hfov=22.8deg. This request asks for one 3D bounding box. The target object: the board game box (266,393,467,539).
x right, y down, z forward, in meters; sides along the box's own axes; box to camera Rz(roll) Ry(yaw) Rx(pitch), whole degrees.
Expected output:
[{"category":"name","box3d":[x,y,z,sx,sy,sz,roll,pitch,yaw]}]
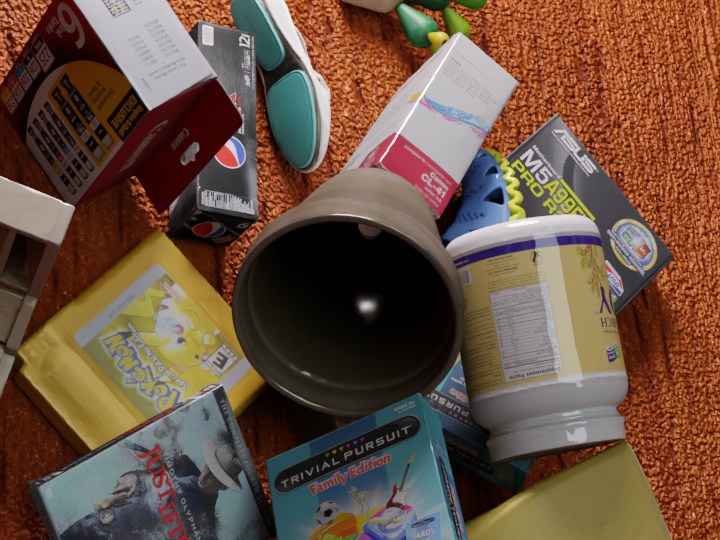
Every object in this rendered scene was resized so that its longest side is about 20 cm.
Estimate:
[{"category":"board game box","box3d":[0.008,0.217,1.472,0.047,0.150,0.201,54,17,-44]}]

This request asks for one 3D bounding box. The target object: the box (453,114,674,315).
[{"category":"box","box3d":[0.214,-0.042,1.864,0.160,0.044,0.200,-39,90,-36]}]

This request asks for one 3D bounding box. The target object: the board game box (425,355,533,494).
[{"category":"board game box","box3d":[0.127,0.096,1.717,0.150,0.047,0.200,27,54,8]}]

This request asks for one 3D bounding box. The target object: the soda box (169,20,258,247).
[{"category":"soda box","box3d":[-0.139,-0.129,1.679,0.063,0.071,0.201,11,63,-27]}]

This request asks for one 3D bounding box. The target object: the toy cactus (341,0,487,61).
[{"category":"toy cactus","box3d":[0.062,-0.291,1.873,0.164,0.102,0.201,2,75,-19]}]

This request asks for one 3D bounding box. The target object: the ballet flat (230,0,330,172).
[{"category":"ballet flat","box3d":[-0.065,-0.192,1.764,0.069,0.069,0.201,-14,74,-34]}]

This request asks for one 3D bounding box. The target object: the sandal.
[{"category":"sandal","box3d":[0.117,-0.034,1.732,0.086,0.080,0.201,-5,56,-9]}]

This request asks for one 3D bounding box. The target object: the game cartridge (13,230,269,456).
[{"category":"game cartridge","box3d":[-0.188,0.086,1.574,0.176,0.032,0.200,48,52,-3]}]

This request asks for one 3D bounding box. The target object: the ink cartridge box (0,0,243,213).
[{"category":"ink cartridge box","box3d":[-0.214,-0.144,1.561,0.084,0.200,0.176,-32,85,-36]}]

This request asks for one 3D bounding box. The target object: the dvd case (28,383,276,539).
[{"category":"dvd case","box3d":[-0.170,0.203,1.509,0.200,0.022,0.147,-28,102,-38]}]

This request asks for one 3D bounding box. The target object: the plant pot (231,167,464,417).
[{"category":"plant pot","box3d":[0.000,0.000,1.573,0.200,0.200,0.174,36,29,-11]}]

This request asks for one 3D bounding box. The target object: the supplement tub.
[{"category":"supplement tub","box3d":[0.159,0.062,1.594,0.145,0.145,0.201,-4,79,-32]}]

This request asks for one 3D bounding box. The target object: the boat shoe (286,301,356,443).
[{"category":"boat shoe","box3d":[-0.036,0.092,1.639,0.065,0.072,0.201,-14,70,-33]}]

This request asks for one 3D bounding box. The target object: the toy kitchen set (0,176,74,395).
[{"category":"toy kitchen set","box3d":[-0.346,0.041,1.398,0.162,0.181,0.201,21,59,-10]}]

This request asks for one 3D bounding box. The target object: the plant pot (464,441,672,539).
[{"category":"plant pot","box3d":[0.152,0.291,1.586,0.199,0.194,0.196,-14,75,-29]}]

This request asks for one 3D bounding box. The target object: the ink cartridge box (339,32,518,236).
[{"category":"ink cartridge box","box3d":[0.052,-0.115,1.739,0.086,0.148,0.200,40,55,-8]}]
